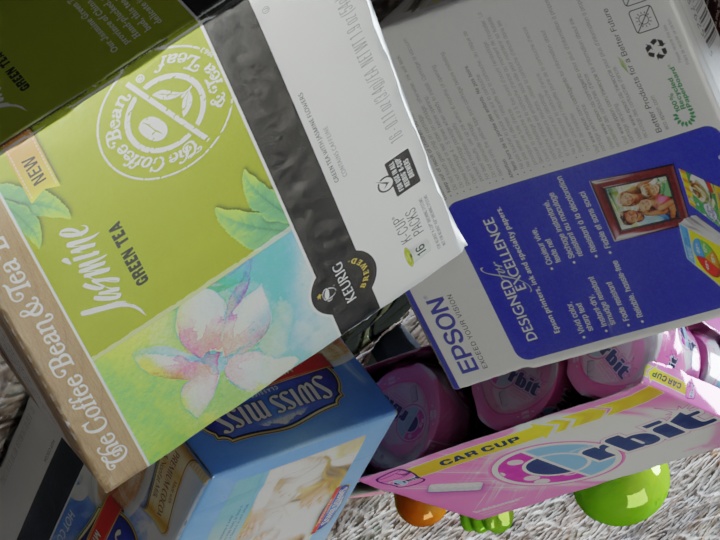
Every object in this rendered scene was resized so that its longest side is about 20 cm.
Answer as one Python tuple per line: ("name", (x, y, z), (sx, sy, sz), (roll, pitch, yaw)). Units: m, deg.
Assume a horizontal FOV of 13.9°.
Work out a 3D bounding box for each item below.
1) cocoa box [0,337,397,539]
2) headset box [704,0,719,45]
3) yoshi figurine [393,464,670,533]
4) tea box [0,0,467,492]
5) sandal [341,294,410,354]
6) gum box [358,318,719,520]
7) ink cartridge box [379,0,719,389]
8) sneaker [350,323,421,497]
("cocoa box", (-0.095, 0.107, 1.568), (0.133, 0.131, 0.200), (-17, 148, -39))
("headset box", (0.219, -0.151, 1.464), (0.149, 0.200, 0.078), (-9, 112, -46))
("yoshi figurine", (0.117, 0.127, 1.844), (0.112, 0.113, 0.200), (34, 146, -28))
("tea box", (-0.089, -0.053, 1.243), (0.196, 0.134, 0.200), (-34, 136, -9))
("sandal", (-0.001, 0.001, 1.617), (0.080, 0.057, 0.201), (-33, 170, -25))
("gum box", (0.106, 0.069, 1.582), (0.200, 0.066, 0.113), (-21, 153, 33))
("ink cartridge box", (0.096, -0.055, 1.449), (0.199, 0.198, 0.047), (-16, -158, 30))
("sneaker", (0.013, 0.094, 1.746), (0.082, 0.070, 0.200), (-33, 163, -10))
